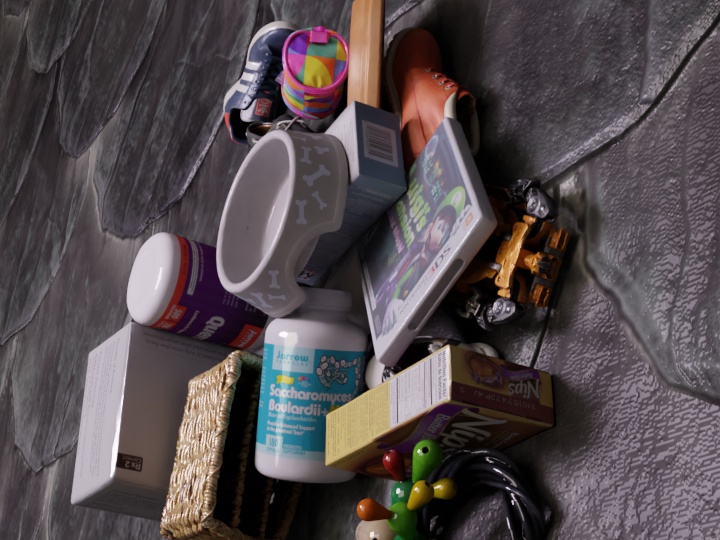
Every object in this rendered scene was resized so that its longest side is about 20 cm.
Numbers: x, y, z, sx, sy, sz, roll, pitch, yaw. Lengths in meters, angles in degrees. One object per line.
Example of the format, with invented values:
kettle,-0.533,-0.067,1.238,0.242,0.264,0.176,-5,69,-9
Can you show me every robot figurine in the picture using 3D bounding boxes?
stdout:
robot figurine,0.127,-0.020,1.260,0.200,0.058,0.145,23,96,62

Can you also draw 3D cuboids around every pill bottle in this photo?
pill bottle,-0.171,0.031,1.603,0.112,0.200,0.113,-37,45,48
pill bottle,-0.050,0.118,1.408,0.111,0.111,0.200,2,88,60

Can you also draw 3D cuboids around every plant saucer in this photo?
plant saucer,0.007,-0.221,1.494,0.200,0.037,0.200,3,-90,-88

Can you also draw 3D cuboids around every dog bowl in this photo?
dog bowl,-0.087,-0.055,1.385,0.200,0.059,0.200,-42,39,47

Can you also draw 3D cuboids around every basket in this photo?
basket,-0.119,0.208,1.469,0.149,0.143,0.200,-32,44,58

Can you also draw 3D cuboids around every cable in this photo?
cable,0.090,0.245,1.190,0.200,0.051,0.163,-33,48,49

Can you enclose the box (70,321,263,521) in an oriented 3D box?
box,-0.226,0.193,1.614,0.131,0.199,0.200,-32,49,50

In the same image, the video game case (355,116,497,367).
video game case,0.057,-0.032,1.300,0.182,0.023,0.200,-55,23,25

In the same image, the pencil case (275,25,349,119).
pencil case,-0.056,-0.237,1.602,0.200,0.088,0.089,167,119,-85

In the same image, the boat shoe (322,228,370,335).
boat shoe,0.000,0.000,1.468,0.069,0.072,0.200,-79,9,-66

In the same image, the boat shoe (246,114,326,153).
boat shoe,-0.092,-0.165,1.691,0.200,0.072,0.068,4,103,62

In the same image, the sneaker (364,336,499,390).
sneaker,0.052,0.092,1.310,0.200,0.080,0.074,-14,65,60

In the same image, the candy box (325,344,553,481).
candy box,0.068,0.137,1.218,0.200,0.117,0.057,-34,47,48

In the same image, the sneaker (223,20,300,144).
sneaker,-0.129,-0.249,1.819,0.200,0.075,0.085,124,150,-46

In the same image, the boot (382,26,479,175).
boot,0.083,-0.187,1.425,0.107,0.075,0.200,-27,55,41

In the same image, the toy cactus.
toy cactus,0.028,0.249,1.182,0.165,0.102,0.200,172,98,-71

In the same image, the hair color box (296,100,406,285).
hair color box,-0.030,-0.079,1.425,0.200,0.061,0.099,-44,40,45
